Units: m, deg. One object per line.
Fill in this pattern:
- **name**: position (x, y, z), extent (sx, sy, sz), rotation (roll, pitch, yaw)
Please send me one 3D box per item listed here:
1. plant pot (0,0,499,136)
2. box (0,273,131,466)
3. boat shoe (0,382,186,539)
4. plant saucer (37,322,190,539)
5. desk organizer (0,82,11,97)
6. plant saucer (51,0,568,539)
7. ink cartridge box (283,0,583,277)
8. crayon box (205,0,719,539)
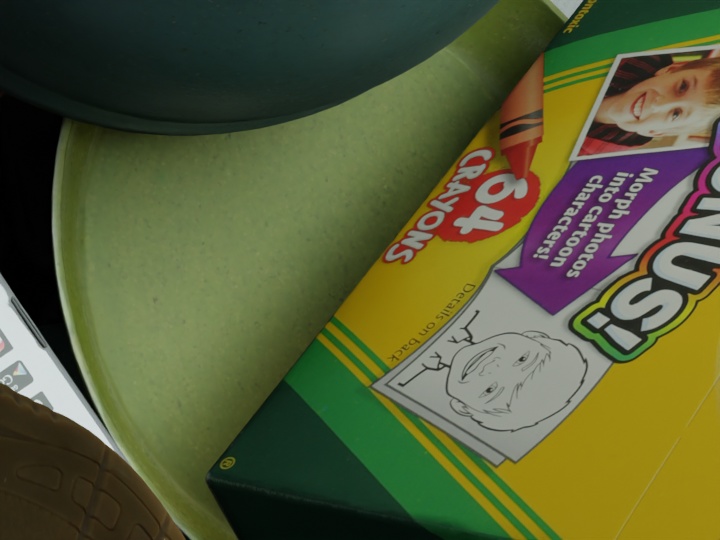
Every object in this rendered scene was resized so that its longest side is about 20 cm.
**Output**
- **plant pot**: position (-0.024, -0.128, 0.671), extent (0.200, 0.134, 0.200), rotation (-2, 95, -17)
- **box**: position (-0.145, 0.089, 0.696), extent (0.200, 0.035, 0.110), rotation (-34, 91, -24)
- **boat shoe**: position (-0.101, 0.058, 0.665), extent (0.200, 0.063, 0.073), rotation (51, 42, -20)
- **plant saucer**: position (-0.054, 0.107, 0.781), extent (0.200, 0.036, 0.200), rotation (10, 71, -31)
- **desk organizer**: position (-0.170, -0.020, 0.715), extent (0.200, 0.077, 0.072), rotation (-43, 101, -35)
- **plant saucer**: position (0.000, 0.000, 0.797), extent (0.200, 0.031, 0.200), rotation (9, 73, -31)
- **ink cartridge box**: position (0.071, -0.007, 0.893), extent (0.200, 0.048, 0.146), rotation (43, 57, -20)
- **crayon box**: position (0.089, 0.012, 0.725), extent (0.200, 0.173, 0.058), rotation (-52, 131, -32)
